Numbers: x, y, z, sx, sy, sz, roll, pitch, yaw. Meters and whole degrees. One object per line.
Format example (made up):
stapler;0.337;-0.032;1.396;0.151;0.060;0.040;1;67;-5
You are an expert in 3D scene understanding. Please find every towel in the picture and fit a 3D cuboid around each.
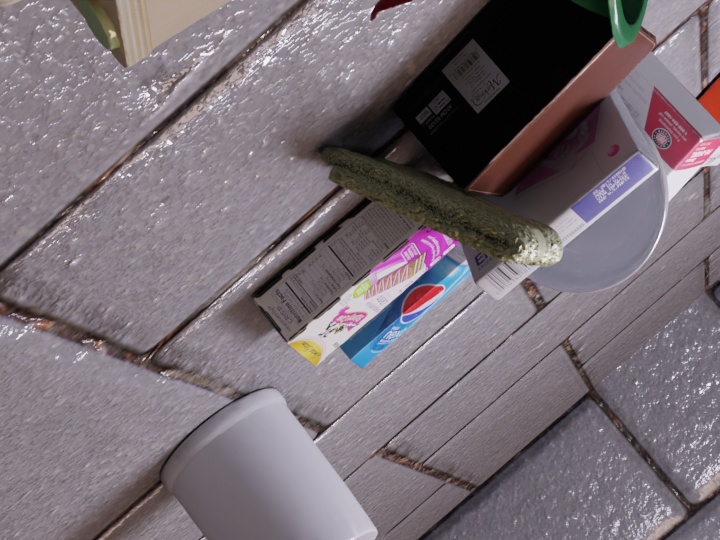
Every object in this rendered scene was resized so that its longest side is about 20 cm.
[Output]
towel;0.072;-0.056;1.284;0.037;0.199;0.148;-66;159;9

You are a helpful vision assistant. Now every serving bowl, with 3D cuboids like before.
serving bowl;0.225;-0.081;1.533;0.200;0.200;0.066;-49;169;28

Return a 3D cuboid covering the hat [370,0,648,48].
hat;0.127;-0.261;1.161;0.200;0.174;0.168;-2;97;-71

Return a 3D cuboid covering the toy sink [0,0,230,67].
toy sink;-0.110;-0.186;0.686;0.199;0.131;0.112;-36;163;-17

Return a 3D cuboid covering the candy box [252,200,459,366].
candy box;0.000;0.000;1.480;0.199;0.061;0.136;-40;163;0

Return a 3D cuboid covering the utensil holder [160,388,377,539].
utensil holder;-0.101;0.264;1.681;0.169;0.201;0.170;-35;162;-13

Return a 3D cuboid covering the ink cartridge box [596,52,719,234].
ink cartridge box;0.266;-0.121;1.593;0.083;0.146;0.200;-16;151;-55

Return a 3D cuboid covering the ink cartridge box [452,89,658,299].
ink cartridge box;0.167;-0.101;1.418;0.196;0.201;0.043;-41;128;20

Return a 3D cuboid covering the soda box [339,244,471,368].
soda box;0.051;0.012;1.602;0.200;0.068;0.064;-41;163;2

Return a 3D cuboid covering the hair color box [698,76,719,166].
hair color box;0.500;-0.227;1.963;0.200;0.064;0.111;-50;161;25

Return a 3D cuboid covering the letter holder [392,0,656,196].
letter holder;0.149;-0.170;1.315;0.200;0.101;0.142;-45;164;16
